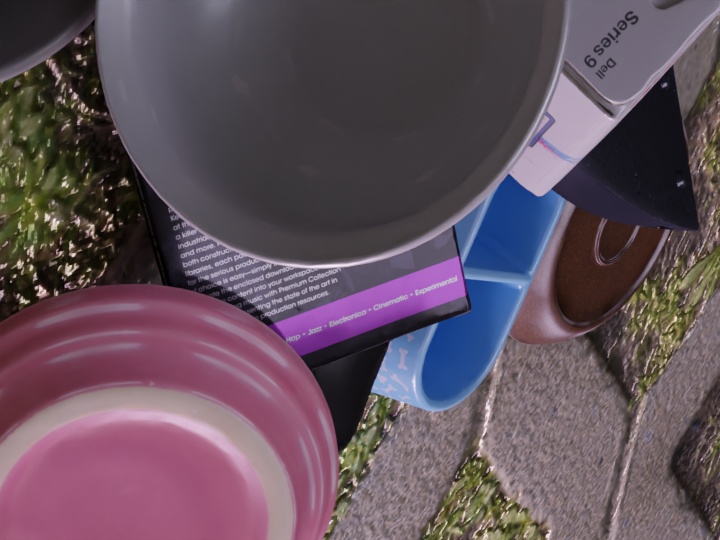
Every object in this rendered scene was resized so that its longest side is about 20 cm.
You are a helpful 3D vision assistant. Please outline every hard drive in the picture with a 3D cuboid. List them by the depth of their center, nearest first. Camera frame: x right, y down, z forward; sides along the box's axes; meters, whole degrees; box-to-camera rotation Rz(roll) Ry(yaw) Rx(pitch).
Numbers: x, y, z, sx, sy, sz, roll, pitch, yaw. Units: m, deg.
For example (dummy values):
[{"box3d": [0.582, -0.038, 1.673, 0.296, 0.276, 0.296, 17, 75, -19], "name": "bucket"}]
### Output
[{"box3d": [0.143, -0.095, 1.095, 0.200, 0.042, 0.136, 18, 62, -59], "name": "hard drive"}]

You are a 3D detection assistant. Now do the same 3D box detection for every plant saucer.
[{"box3d": [-0.106, 0.105, 0.855, 0.199, 0.051, 0.202, -4, 119, -7], "name": "plant saucer"}, {"box3d": [0.164, -0.035, 1.245, 0.200, 0.032, 0.201, -35, 140, -36], "name": "plant saucer"}]

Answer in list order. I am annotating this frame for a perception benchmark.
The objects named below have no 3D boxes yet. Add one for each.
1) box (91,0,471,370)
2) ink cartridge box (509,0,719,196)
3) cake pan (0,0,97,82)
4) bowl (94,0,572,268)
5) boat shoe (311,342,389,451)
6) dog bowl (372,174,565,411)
[{"box3d": [-0.033, -0.050, 0.856, 0.142, 0.036, 0.201, -19, 118, -14], "name": "box"}, {"box3d": [0.121, -0.129, 0.896, 0.145, 0.087, 0.200, -47, 180, -8], "name": "ink cartridge box"}, {"box3d": [-0.148, -0.166, 0.697, 0.200, 0.037, 0.201, -35, 140, -35], "name": "cake pan"}, {"box3d": [0.000, -0.101, 0.754, 0.202, 0.200, 0.090, -65, 160, 9], "name": "bowl"}, {"box3d": [-0.002, -0.001, 0.944, 0.074, 0.063, 0.203, 30, 69, -49], "name": "boat shoe"}, {"box3d": [0.063, -0.006, 1.108, 0.111, 0.049, 0.201, 6, 110, -55], "name": "dog bowl"}]
